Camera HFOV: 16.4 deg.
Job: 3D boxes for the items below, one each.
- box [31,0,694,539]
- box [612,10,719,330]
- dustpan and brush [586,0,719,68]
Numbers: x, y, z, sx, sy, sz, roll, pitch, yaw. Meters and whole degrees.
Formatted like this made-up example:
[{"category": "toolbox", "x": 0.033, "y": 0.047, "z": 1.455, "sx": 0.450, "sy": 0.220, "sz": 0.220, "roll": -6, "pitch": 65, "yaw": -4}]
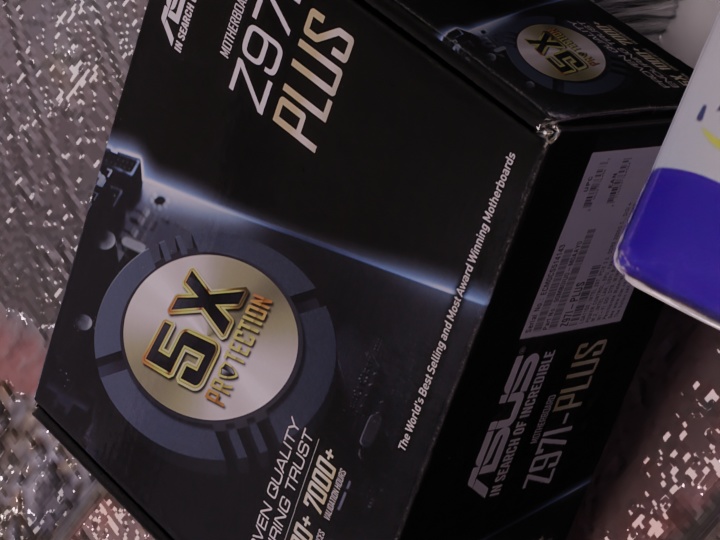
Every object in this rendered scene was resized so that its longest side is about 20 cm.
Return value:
[{"category": "box", "x": 0.000, "y": 0.000, "z": 0.757, "sx": 0.164, "sy": 0.086, "sz": 0.201, "roll": 40, "pitch": 122, "yaw": 35}, {"category": "box", "x": 0.178, "y": -0.055, "z": 0.618, "sx": 0.105, "sy": 0.184, "sz": 0.201, "roll": 25, "pitch": 93, "yaw": 36}, {"category": "dustpan and brush", "x": 0.055, "y": -0.060, "z": 0.783, "sx": 0.140, "sy": 0.057, "sz": 0.201, "roll": 51, "pitch": 135, "yaw": 31}]
